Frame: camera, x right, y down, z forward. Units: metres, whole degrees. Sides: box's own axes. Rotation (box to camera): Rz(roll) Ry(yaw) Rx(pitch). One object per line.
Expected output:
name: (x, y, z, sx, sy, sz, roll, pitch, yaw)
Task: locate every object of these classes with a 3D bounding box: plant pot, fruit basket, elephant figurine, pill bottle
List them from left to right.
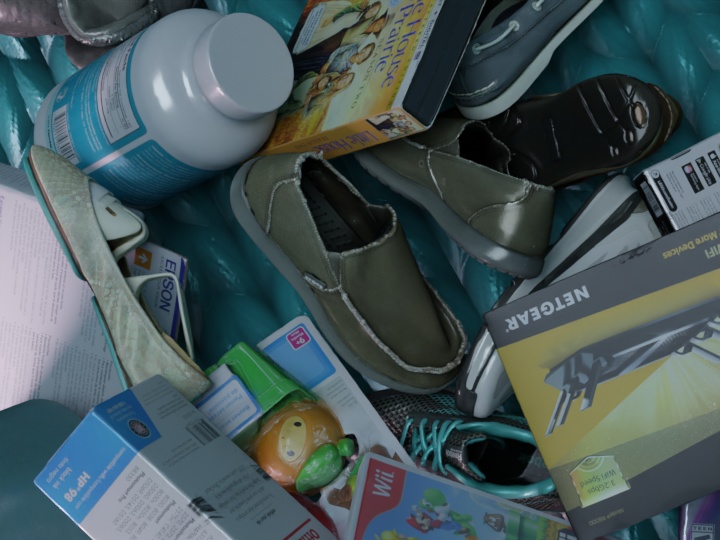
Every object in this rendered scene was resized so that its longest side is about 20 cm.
plant pot: (-0.267, 0.199, 1.544, 0.200, 0.161, 0.201, 16, 111, 48)
elephant figurine: (-0.179, -0.202, 1.647, 0.200, 0.142, 0.155, 30, 118, 4)
pill bottle: (-0.130, -0.110, 1.576, 0.200, 0.111, 0.111, -22, 73, 49)
fruit basket: (-0.060, 0.152, 1.514, 0.185, 0.094, 0.200, -38, 57, 4)

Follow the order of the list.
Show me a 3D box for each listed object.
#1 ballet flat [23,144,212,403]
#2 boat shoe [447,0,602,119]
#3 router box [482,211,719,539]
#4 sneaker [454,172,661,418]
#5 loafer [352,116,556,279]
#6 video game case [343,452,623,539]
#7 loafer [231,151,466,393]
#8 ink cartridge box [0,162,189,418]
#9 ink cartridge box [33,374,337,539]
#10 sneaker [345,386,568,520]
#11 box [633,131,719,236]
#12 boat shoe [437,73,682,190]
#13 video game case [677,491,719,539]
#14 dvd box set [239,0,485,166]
ballet flat: (-0.155, 0.001, 1.515, 0.062, 0.067, 0.200, -25, 86, 3)
boat shoe: (0.117, -0.193, 1.549, 0.073, 0.062, 0.200, 11, 59, 50)
router box: (0.197, 0.059, 1.427, 0.200, 0.052, 0.158, -24, 87, 13)
sneaker: (0.156, 0.037, 1.510, 0.115, 0.076, 0.201, 36, 72, 15)
loafer: (0.065, -0.069, 1.513, 0.200, 0.075, 0.070, 42, 109, 40)
video game case: (0.086, 0.190, 1.418, 0.199, 0.143, 0.017, 19, 123, -4)
loafer: (0.000, 0.000, 1.514, 0.200, 0.070, 0.075, 45, 52, -12)
ink cartridge box: (-0.209, 0.039, 1.615, 0.199, 0.041, 0.200, 21, 117, 19)
ink cartridge box: (-0.090, 0.162, 1.416, 0.200, 0.116, 0.067, 42, 106, 7)
sneaker: (0.069, 0.116, 1.533, 0.199, 0.091, 0.078, 8, 84, 22)
box: (0.269, 0.004, 1.472, 0.110, 0.035, 0.200, -26, 85, -8)
boat shoe: (0.128, -0.084, 1.558, 0.200, 0.074, 0.076, -8, 89, 37)
video game case: (0.277, 0.104, 1.486, 0.142, 0.019, 0.201, 4, 83, -5)
dvd box set: (0.004, -0.142, 1.542, 0.200, 0.029, 0.147, -12, 50, 55)
